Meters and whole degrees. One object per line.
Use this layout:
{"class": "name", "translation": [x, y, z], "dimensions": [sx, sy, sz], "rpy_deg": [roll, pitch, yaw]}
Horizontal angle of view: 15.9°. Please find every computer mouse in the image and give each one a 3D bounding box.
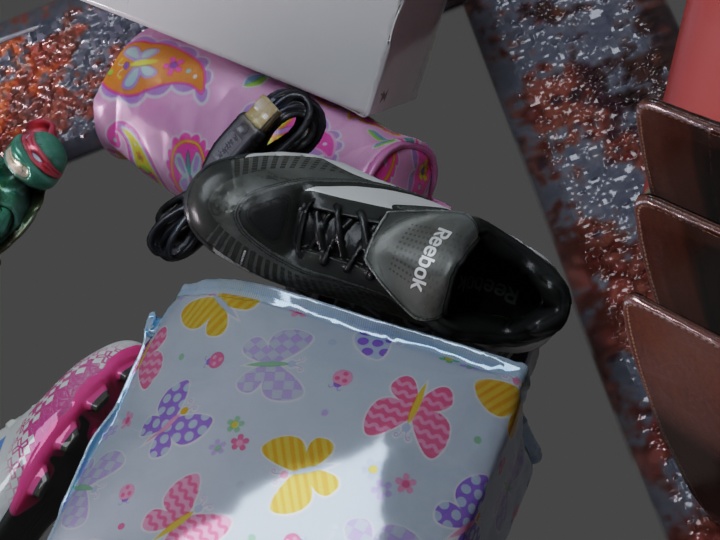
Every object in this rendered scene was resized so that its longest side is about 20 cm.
{"class": "computer mouse", "translation": [0.000, 0.000, 1.295], "dimensions": [0.110, 0.200, 0.044], "rpy_deg": [-53, 10, 4]}

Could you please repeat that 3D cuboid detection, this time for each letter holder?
{"class": "letter holder", "translation": [0.170, 0.031, 1.164], "dimensions": [0.142, 0.200, 0.101], "rpy_deg": [27, 69, 32]}

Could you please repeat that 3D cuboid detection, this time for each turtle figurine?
{"class": "turtle figurine", "translation": [-0.233, -0.037, 1.421], "dimensions": [0.200, 0.101, 0.150], "rpy_deg": [-36, 36, 13]}

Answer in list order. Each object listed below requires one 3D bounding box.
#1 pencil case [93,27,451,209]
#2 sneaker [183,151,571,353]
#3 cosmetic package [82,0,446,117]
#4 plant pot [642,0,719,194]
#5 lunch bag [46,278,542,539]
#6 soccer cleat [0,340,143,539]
{"class": "pencil case", "translation": [-0.050, -0.064, 1.387], "dimensions": [0.200, 0.087, 0.087], "rpy_deg": [26, 68, 31]}
{"class": "sneaker", "translation": [0.015, -0.010, 1.224], "dimensions": [0.200, 0.090, 0.067], "rpy_deg": [19, 87, -11]}
{"class": "cosmetic package", "translation": [-0.055, -0.169, 1.384], "dimensions": [0.200, 0.085, 0.108], "rpy_deg": [24, 107, 14]}
{"class": "plant pot", "translation": [0.234, -0.083, 1.242], "dimensions": [0.200, 0.200, 0.178], "rpy_deg": [18, 74, 29]}
{"class": "lunch bag", "translation": [-0.034, 0.107, 1.234], "dimensions": [0.200, 0.127, 0.170], "rpy_deg": [17, 63, 16]}
{"class": "soccer cleat", "translation": [-0.185, 0.108, 1.320], "dimensions": [0.086, 0.070, 0.200], "rpy_deg": [24, 67, 31]}
